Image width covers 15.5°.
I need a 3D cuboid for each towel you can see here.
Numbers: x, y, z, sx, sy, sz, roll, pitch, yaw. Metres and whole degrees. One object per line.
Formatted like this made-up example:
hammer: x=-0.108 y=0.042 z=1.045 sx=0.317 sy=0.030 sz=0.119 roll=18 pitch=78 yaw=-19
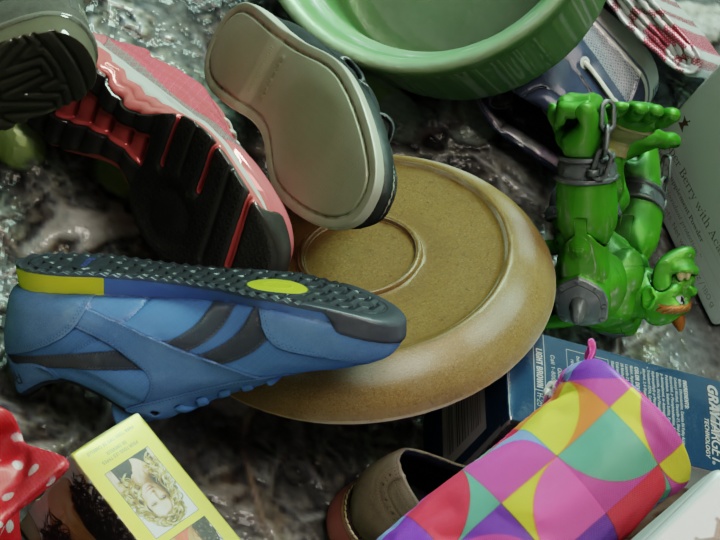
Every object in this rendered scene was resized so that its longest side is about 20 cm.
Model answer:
towel: x=0.145 y=-0.186 z=1.595 sx=0.200 sy=0.030 sz=0.146 roll=50 pitch=13 yaw=9

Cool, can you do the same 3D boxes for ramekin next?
ramekin: x=0.050 y=-0.193 z=1.478 sx=0.201 sy=0.199 sz=0.098 roll=63 pitch=9 yaw=20

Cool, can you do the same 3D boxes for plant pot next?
plant pot: x=0.000 y=0.000 z=1.354 sx=0.199 sy=0.028 sz=0.201 roll=-4 pitch=41 yaw=3

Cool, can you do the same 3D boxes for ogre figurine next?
ogre figurine: x=0.134 y=-0.025 z=1.438 sx=0.098 sy=0.200 sz=0.121 roll=5 pitch=87 yaw=-4

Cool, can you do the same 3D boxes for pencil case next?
pencil case: x=0.066 y=0.127 z=1.258 sx=0.200 sy=0.088 sz=0.088 roll=-41 pitch=83 yaw=-14

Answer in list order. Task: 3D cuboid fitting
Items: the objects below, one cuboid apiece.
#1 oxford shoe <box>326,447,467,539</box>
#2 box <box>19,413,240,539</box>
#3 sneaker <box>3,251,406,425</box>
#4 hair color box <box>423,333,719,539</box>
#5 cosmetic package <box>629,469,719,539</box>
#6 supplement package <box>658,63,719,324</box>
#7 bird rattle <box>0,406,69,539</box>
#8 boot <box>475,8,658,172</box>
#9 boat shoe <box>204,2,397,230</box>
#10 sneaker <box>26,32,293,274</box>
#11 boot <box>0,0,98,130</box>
oxford shoe: x=0.084 y=0.149 z=1.336 sx=0.199 sy=0.075 sz=0.071 roll=22 pitch=49 yaw=-16
box: x=-0.072 y=0.169 z=1.235 sx=0.200 sy=0.075 sz=0.050 roll=49 pitch=47 yaw=10
sneaker: x=-0.076 y=0.038 z=1.281 sx=0.199 sy=0.079 sz=0.066 roll=5 pitch=9 yaw=11
hair color box: x=0.142 y=0.100 z=1.388 sx=0.199 sy=0.100 sz=0.061 roll=15 pitch=53 yaw=-20
cosmetic package: x=0.137 y=0.223 z=1.203 sx=0.166 sy=0.200 sz=0.167 roll=-40 pitch=82 yaw=-20
supplement package: x=0.272 y=-0.076 z=1.518 sx=0.119 sy=0.200 sz=0.122 roll=-6 pitch=61 yaw=-33
bird rattle: x=-0.238 y=0.072 z=1.215 sx=0.162 sy=0.113 sz=0.201 roll=-18 pitch=81 yaw=-25
boot: x=0.078 y=-0.144 z=1.539 sx=0.200 sy=0.073 sz=0.090 roll=39 pitch=50 yaw=4
boat shoe: x=-0.017 y=-0.074 z=1.373 sx=0.066 sy=0.075 sz=0.199 roll=22 pitch=13 yaw=-35
sneaker: x=-0.088 y=-0.066 z=1.366 sx=0.087 sy=0.074 sz=0.200 roll=-9 pitch=44 yaw=-48
boot: x=-0.205 y=-0.143 z=1.364 sx=0.181 sy=0.073 sz=0.201 roll=-13 pitch=42 yaw=5
